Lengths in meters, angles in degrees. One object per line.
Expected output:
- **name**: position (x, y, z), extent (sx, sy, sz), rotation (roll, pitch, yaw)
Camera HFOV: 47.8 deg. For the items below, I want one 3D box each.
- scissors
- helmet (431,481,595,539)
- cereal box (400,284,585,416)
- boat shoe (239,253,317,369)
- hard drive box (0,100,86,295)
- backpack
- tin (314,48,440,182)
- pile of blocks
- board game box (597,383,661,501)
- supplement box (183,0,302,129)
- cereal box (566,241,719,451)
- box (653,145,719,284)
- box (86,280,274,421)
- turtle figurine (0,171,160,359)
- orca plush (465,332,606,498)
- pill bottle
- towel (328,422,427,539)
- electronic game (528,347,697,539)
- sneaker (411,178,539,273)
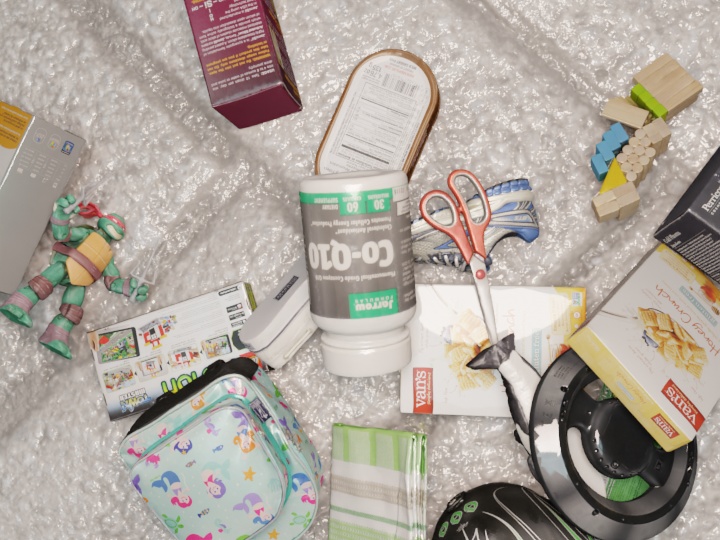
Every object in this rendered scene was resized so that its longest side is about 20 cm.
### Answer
- **scissors**: position (0.130, -0.010, 0.866), extent (0.073, 0.014, 0.200), rotation (-27, 90, -6)
- **helmet**: position (0.162, 0.324, 0.804), extent (0.200, 0.191, 0.200), rotation (-2, 108, -8)
- **cereal box**: position (0.144, 0.088, 0.898), extent (0.200, 0.040, 0.144), rotation (0, 89, 6)
- **boat shoe**: position (-0.047, 0.026, 0.923), extent (0.200, 0.072, 0.066), rotation (-50, 119, -15)
- **hard drive box**: position (-0.431, -0.095, 0.945), extent (0.156, 0.077, 0.200), rotation (24, 89, 34)
- **backpack**: position (-0.138, 0.217, 0.874), extent (0.177, 0.151, 0.200), rotation (-32, 103, 5)
- **tin**: position (0.018, -0.160, 0.942), extent (0.112, 0.042, 0.200), rotation (22, 89, 12)
- **pile of blocks**: position (0.299, -0.139, 0.897), extent (0.082, 0.062, 0.200), rotation (28, 82, 20)
- **board game box**: position (0.301, 0.162, 0.874), extent (0.105, 0.023, 0.200), rotation (22, 88, -15)
- **supplement box**: position (-0.140, -0.278, 0.932), extent (0.085, 0.110, 0.200), rotation (-16, 84, 6)
- **cereal box**: position (0.313, 0.068, 0.828), extent (0.144, 0.040, 0.200), rotation (48, 50, 6)
- **box**: position (0.444, -0.067, 0.832), extent (0.182, 0.104, 0.200), rotation (37, 80, 9)
- **box**: position (-0.211, 0.095, 0.953), extent (0.200, 0.035, 0.110), rotation (-18, 84, 6)
- **turtle figurine**: position (-0.316, -0.007, 0.940), extent (0.150, 0.101, 0.200), rotation (42, 65, -25)
- **orca plush**: position (0.173, 0.168, 0.838), extent (0.200, 0.071, 0.105), rotation (47, 52, -8)
- **pill bottle**: position (0.000, 0.000, 0.839), extent (0.113, 0.113, 0.200), rotation (-4, 101, 7)
- **towel**: position (0.010, 0.270, 0.873), extent (0.149, 0.031, 0.200), rotation (-6, 80, 47)
- **electronic game**: position (0.256, 0.168, 0.813), extent (0.200, 0.042, 0.200), rotation (6, 74, -21)
- **sneaker**: position (0.108, -0.030, 0.904), extent (0.200, 0.077, 0.085), rotation (-23, 88, 5)
